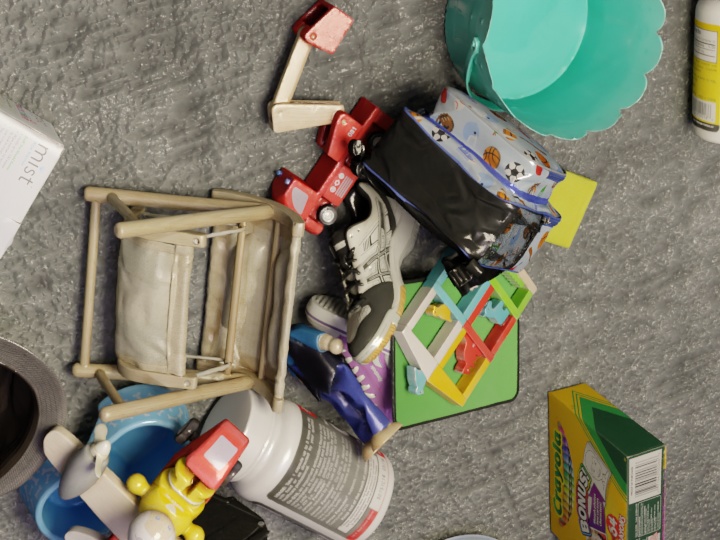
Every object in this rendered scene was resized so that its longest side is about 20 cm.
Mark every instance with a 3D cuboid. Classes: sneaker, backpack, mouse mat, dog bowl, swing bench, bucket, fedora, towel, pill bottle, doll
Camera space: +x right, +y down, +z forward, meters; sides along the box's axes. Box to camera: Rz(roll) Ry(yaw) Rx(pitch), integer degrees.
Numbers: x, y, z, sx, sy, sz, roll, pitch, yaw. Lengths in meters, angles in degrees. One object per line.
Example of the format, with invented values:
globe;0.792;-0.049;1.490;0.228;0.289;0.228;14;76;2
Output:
sneaker;0.003;0.111;1.385;0.199;0.073;0.115;31;99;-29
backpack;0.115;-0.083;1.269;0.154;0.200;0.190;-45;156;9
mouse mat;0.108;0.082;1.403;0.198;0.007;0.164;-8;101;-40
dog bowl;-0.260;0.206;1.307;0.199;0.050;0.112;-39;127;3
swing bench;-0.170;0.030;1.253;0.197;0.130;0.202;-1;110;-27
bucket;0.190;-0.244;1.287;0.204;0.135;0.211;-7;112;-18
fedora;-0.382;0.129;1.223;0.176;0.090;0.201;29;104;-27
sneaker;0.000;0.000;1.301;0.087;0.202;0.075;27;143;-22
towel;0.168;-0.087;1.408;0.197;0.018;0.087;15;108;-27
pill bottle;-0.070;0.210;1.367;0.199;0.114;0.115;33;95;-29
doll;-0.040;0.105;1.327;0.048;0.137;0.200;-40;82;-26
pill bottle;0.424;-0.249;1.394;0.110;0.111;0.203;-12;114;-17

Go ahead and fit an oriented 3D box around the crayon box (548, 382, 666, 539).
crayon box;0.289;0.262;1.499;0.057;0.172;0.203;-13;114;-20

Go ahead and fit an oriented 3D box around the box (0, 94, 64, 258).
box;-0.393;-0.079;1.135;0.175;0.097;0.202;28;97;-29

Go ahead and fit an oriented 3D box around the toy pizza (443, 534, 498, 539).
toy pizza;0.115;0.413;1.567;0.197;0.032;0.204;-7;111;-19

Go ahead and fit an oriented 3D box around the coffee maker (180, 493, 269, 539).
coffee maker;-0.156;0.363;1.346;0.133;0.192;0.203;-13;116;-26

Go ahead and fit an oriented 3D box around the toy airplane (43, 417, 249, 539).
toy airplane;-0.204;0.244;1.208;0.196;0.141;0.203;0;97;-2

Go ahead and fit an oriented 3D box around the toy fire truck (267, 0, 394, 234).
toy fire truck;-0.044;-0.152;1.276;0.140;0.049;0.201;33;96;-28

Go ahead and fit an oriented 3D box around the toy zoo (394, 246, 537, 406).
toy zoo;0.109;0.054;1.382;0.131;0.020;0.201;49;65;-33
